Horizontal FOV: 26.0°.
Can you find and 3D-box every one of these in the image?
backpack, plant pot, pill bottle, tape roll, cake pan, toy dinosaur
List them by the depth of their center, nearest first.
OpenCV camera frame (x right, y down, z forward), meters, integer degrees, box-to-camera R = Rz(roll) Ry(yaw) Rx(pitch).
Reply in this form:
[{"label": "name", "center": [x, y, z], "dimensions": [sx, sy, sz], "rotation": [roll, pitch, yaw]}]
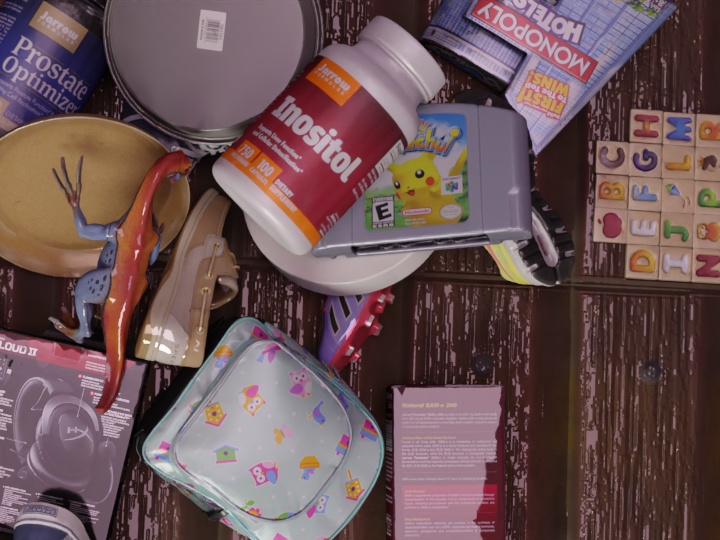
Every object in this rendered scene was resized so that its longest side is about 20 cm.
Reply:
[{"label": "pill bottle", "center": [-0.024, -0.120, 1.349], "dimensions": [0.113, 0.113, 0.200], "rotation": [43, 84, -1]}, {"label": "toy dinosaur", "center": [-0.191, -0.011, 1.357], "dimensions": [0.105, 0.182, 0.201], "rotation": [-5, 58, -43]}, {"label": "cake pan", "center": [-0.133, -0.211, 1.379], "dimensions": [0.199, 0.037, 0.201], "rotation": [0, 97, 2]}, {"label": "backpack", "center": [-0.079, 0.155, 1.403], "dimensions": [0.200, 0.153, 0.176], "rotation": [39, 79, -15]}, {"label": "plant pot", "center": [-0.254, -0.071, 1.407], "dimensions": [0.199, 0.201, 0.028], "rotation": [-7, 48, -6]}, {"label": "pill bottle", "center": [-0.290, -0.200, 1.433], "dimensions": [0.112, 0.112, 0.201], "rotation": [31, 84, -2]}, {"label": "tape roll", "center": [-0.010, -0.076, 1.448], "dimensions": [0.202, 0.037, 0.204], "rotation": [-5, 69, 13]}]

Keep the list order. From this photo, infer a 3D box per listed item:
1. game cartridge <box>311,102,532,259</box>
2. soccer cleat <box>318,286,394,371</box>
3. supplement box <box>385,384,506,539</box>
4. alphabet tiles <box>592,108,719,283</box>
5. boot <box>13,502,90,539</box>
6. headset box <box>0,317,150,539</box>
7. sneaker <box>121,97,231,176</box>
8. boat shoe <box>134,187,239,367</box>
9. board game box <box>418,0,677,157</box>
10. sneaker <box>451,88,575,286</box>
[{"label": "game cartridge", "center": [0.052, -0.083, 1.397], "dimensions": [0.199, 0.040, 0.134], "rotation": [-6, 66, 12]}, {"label": "soccer cleat", "center": [0.000, 0.000, 1.473], "dimensions": [0.076, 0.067, 0.201], "rotation": [25, 83, 13]}, {"label": "supplement box", "center": [0.079, 0.207, 1.460], "dimensions": [0.108, 0.061, 0.201], "rotation": [1, 86, -6]}, {"label": "alphabet tiles", "center": [0.327, -0.072, 1.532], "dimensions": [0.199, 0.006, 0.167], "rotation": [4, 86, -5]}, {"label": "boot", "center": [-0.256, 0.285, 1.354], "dimensions": [0.072, 0.200, 0.091], "rotation": [-2, 55, 18]}, {"label": "headset box", "center": [-0.281, 0.145, 1.424], "dimensions": [0.148, 0.077, 0.201], "rotation": [12, 84, -5]}, {"label": "sneaker", "center": [-0.134, -0.126, 1.448], "dimensions": [0.199, 0.070, 0.109], "rotation": [10, 83, 16]}, {"label": "boat shoe", "center": [-0.145, 0.011, 1.418], "dimensions": [0.069, 0.074, 0.201], "rotation": [21, 50, -5]}, {"label": "board game box", "center": [0.167, -0.216, 1.501], "dimensions": [0.199, 0.062, 0.200], "rotation": [30, 83, -2]}, {"label": "sneaker", "center": [0.125, -0.072, 1.470], "dimensions": [0.078, 0.090, 0.201], "rotation": [-21, 90, -24]}]
